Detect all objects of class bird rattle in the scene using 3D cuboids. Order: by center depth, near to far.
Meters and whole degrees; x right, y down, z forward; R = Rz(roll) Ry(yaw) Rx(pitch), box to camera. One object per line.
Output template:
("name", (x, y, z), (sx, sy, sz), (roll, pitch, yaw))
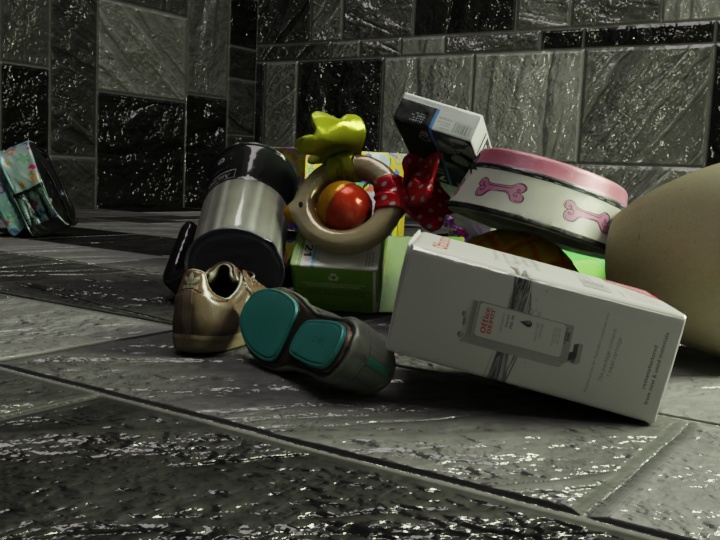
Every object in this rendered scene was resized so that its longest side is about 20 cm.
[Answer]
("bird rattle", (0.003, -0.085, 1.025), (0.200, 0.163, 0.113), (35, -13, 18))

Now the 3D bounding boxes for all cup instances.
("cup", (0.326, -0.010, 0.857), (0.143, 0.201, 0.200), (0, 4, 36))

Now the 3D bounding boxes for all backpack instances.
("backpack", (-0.710, -0.173, 1.877), (0.150, 0.200, 0.178), (-19, 11, -9))

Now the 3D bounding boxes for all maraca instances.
("maraca", (0.184, 0.021, 0.920), (0.200, 0.107, 0.137), (20, 34, 12))

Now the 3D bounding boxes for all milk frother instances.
("milk frother", (-0.125, -0.022, 1.100), (0.200, 0.181, 0.188), (29, 35, -21))

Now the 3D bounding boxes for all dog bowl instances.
("dog bowl", (0.199, -0.073, 0.955), (0.200, 0.074, 0.200), (18, 0, 0))

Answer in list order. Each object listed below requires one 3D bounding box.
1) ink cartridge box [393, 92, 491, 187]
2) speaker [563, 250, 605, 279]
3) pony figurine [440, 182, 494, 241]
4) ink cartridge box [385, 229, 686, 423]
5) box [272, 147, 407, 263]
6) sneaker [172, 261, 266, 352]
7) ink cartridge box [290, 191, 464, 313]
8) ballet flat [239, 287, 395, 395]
("ink cartridge box", (0.109, -0.140, 1.051), (0.099, 0.039, 0.200), (20, -10, 22))
("speaker", (0.237, 0.013, 1.078), (0.088, 0.089, 0.200), (8, 9, 42))
("pony figurine", (0.157, -0.033, 1.201), (0.193, 0.167, 0.200), (28, 23, -1))
("ink cartridge box", (0.128, 0.036, 0.679), (0.200, 0.083, 0.147), (15, 8, 6))
("box", (-0.040, -0.092, 1.395), (0.192, 0.200, 0.122), (-2, 9, -34))
("sneaker", (-0.115, 0.028, 0.847), (0.070, 0.076, 0.200), (4, 7, 15))
("ink cartridge box", (0.026, -0.024, 1.064), (0.200, 0.076, 0.148), (2, 43, 6))
("ballet flat", (-0.038, 0.061, 0.714), (0.064, 0.067, 0.200), (30, -8, -29))
